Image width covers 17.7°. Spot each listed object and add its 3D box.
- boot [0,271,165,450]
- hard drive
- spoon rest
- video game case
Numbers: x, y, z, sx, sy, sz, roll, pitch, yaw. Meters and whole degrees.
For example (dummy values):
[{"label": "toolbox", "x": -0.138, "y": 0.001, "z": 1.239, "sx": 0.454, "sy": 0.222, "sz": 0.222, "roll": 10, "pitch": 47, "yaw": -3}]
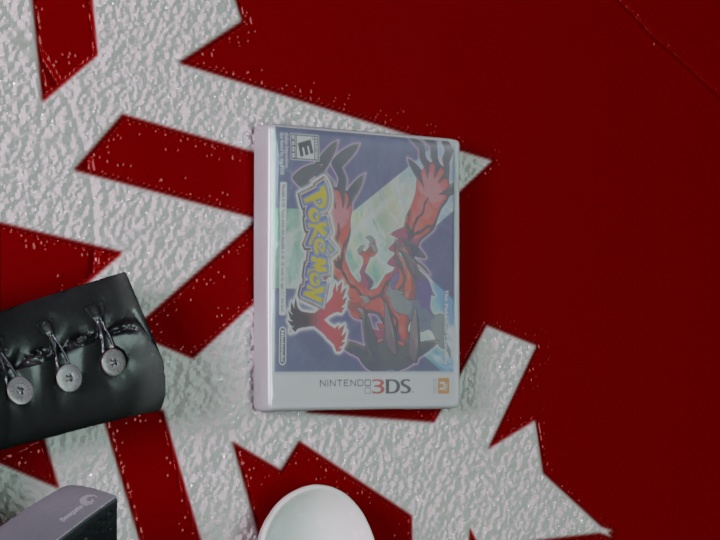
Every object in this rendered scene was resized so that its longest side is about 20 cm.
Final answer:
[{"label": "boot", "x": -0.210, "y": 0.103, "z": 1.459, "sx": 0.200, "sy": 0.066, "sz": 0.165, "roll": -19, "pitch": 102, "yaw": -44}, {"label": "hard drive", "x": -0.229, "y": 0.221, "z": 1.404, "sx": 0.200, "sy": 0.042, "sz": 0.135, "roll": -40, "pitch": 153, "yaw": -33}, {"label": "spoon rest", "x": -0.011, "y": 0.243, "z": 1.618, "sx": 0.099, "sy": 0.061, "sz": 0.200, "roll": -35, "pitch": 111, "yaw": -36}, {"label": "video game case", "x": 0.000, "y": 0.000, "z": 1.663, "sx": 0.182, "sy": 0.023, "sz": 0.201, "roll": 2, "pitch": 87, "yaw": -40}]
